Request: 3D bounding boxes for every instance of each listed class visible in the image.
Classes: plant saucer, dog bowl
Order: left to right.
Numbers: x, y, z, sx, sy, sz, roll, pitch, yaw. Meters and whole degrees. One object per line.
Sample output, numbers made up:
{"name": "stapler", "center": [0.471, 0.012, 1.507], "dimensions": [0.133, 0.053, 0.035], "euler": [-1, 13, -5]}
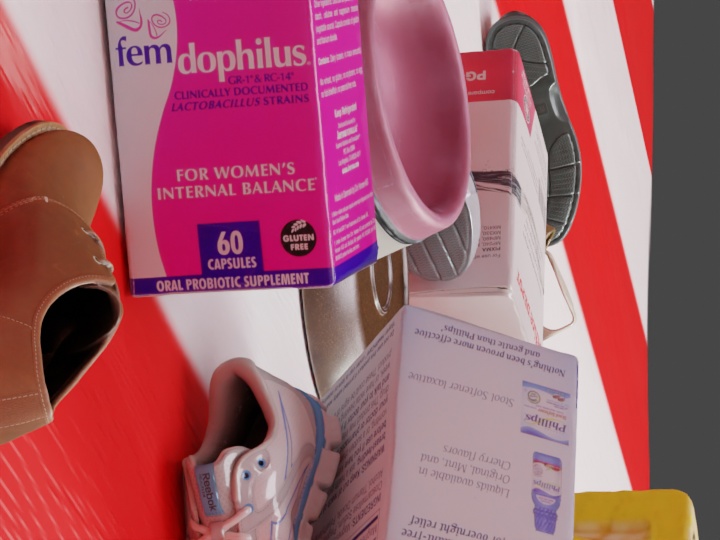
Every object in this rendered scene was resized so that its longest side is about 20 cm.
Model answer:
{"name": "plant saucer", "center": [0.000, 0.000, 1.694], "dimensions": [0.200, 0.032, 0.201], "euler": [-3, 90, -76]}
{"name": "dog bowl", "center": [0.003, -0.100, 1.560], "dimensions": [0.200, 0.074, 0.201], "euler": [-10, 90, -71]}

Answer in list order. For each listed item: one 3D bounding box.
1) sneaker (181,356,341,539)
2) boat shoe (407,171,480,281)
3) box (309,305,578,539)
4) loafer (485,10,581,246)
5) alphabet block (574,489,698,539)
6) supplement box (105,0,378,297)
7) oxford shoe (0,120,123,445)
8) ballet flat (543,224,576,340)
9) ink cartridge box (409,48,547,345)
{"name": "sneaker", "center": [-0.062, 0.133, 1.330], "dimensions": [0.087, 0.075, 0.200], "euler": [49, 35, -49]}
{"name": "boat shoe", "center": [0.041, -0.085, 1.786], "dimensions": [0.067, 0.073, 0.200], "euler": [-68, 153, -43]}
{"name": "box", "center": [0.024, 0.153, 1.400], "dimensions": [0.184, 0.105, 0.200], "euler": [130, -29, -53]}
{"name": "loafer", "center": [0.147, -0.122, 2.306], "dimensions": [0.063, 0.072, 0.201], "euler": [-72, 155, -72]}
{"name": "alphabet block", "center": [0.140, 0.287, 1.881], "dimensions": [0.196, 0.196, 0.200], "euler": [-80, 162, -50]}
{"name": "supplement box", "center": [-0.057, -0.094, 1.293], "dimensions": [0.103, 0.101, 0.201], "euler": [-29, 114, -75]}
{"name": "oxford shoe", "center": [-0.121, 0.006, 1.057], "dimensions": [0.200, 0.071, 0.071], "euler": [-78, 159, -55]}
{"name": "ballet flat", "center": [0.139, 0.054, 2.210], "dimensions": [0.068, 0.072, 0.201], "euler": [10, 78, -78]}
{"name": "ink cartridge box", "center": [0.082, -0.033, 1.943], "dimensions": [0.145, 0.084, 0.201], "euler": [67, 22, -57]}
